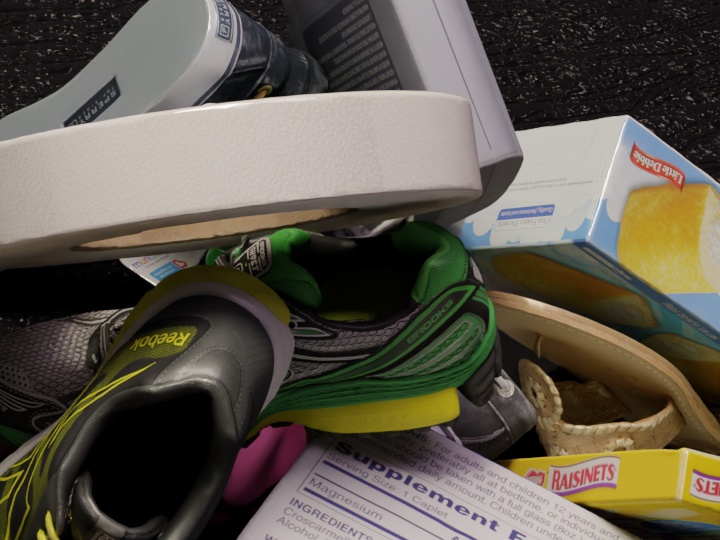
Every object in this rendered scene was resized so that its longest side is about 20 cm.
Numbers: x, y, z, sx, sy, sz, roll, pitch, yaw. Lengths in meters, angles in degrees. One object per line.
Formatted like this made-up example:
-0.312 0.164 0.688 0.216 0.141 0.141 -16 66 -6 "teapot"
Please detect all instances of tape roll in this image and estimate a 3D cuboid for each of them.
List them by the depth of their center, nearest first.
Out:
-0.057 -0.031 0.740 0.203 0.203 0.037 -6 88 -36 "tape roll"

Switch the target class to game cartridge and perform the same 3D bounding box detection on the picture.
0.016 -0.083 0.900 0.041 0.133 0.200 -18 3 -12 "game cartridge"

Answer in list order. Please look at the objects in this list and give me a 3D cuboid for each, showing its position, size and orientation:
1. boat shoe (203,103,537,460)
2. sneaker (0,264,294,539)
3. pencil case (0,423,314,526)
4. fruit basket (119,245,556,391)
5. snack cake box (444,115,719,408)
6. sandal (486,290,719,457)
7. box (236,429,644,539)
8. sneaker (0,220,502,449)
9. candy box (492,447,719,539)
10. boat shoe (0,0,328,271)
0.000 -0.001 0.867 0.068 0.074 0.199 -35 72 -8 "boat shoe"
-0.098 0.087 0.704 0.074 0.200 0.085 31 18 -5 "sneaker"
-0.113 0.072 0.837 0.200 0.094 0.091 -16 59 -41 "pencil case"
-0.001 0.021 1.001 0.185 0.094 0.200 32 20 12 "fruit basket"
0.143 0.005 0.981 0.200 0.115 0.067 31 68 -33 "snack cake box"
0.122 0.079 0.966 0.078 0.070 0.212 9 -15 43 "sandal"
0.027 0.164 0.746 0.184 0.105 0.200 27 30 8 "box"
-0.050 0.020 0.761 0.200 0.085 0.078 -12 44 -1 "sneaker"
0.114 0.100 0.860 0.102 0.200 0.026 19 74 -25 "candy box"
-0.109 -0.048 0.948 0.091 0.200 0.071 26 38 -46 "boat shoe"
